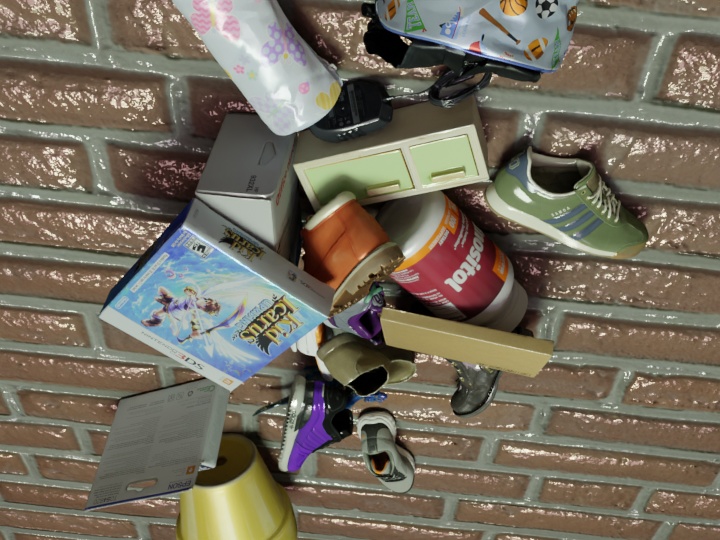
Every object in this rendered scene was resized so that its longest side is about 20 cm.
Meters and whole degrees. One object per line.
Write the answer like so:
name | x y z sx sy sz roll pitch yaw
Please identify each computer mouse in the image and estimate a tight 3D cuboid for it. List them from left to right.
computer mouse | 0.041 -0.177 0.862 0.200 0.059 0.034 -12 155 12

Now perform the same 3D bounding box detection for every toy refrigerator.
toy refrigerator | 0.034 -0.124 0.897 0.200 0.070 0.076 -10 133 15

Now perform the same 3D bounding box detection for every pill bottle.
pill bottle | 0.109 -0.003 0.980 0.113 0.113 0.200 -30 126 31

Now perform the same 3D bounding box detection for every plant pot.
plant pot | -0.216 0.383 1.362 0.200 0.201 0.189 -3 119 9

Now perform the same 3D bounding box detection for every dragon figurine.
dragon figurine | -0.060 0.181 1.221 0.199 0.059 0.100 4 135 1

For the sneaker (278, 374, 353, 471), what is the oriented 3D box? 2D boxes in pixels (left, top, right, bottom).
sneaker | -0.061 0.232 1.181 0.099 0.070 0.200 8 136 -6

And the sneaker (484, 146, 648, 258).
sneaker | 0.247 -0.079 0.919 0.200 0.067 0.090 18 140 -8

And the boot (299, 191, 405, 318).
boot | -0.037 -0.007 0.933 0.107 0.075 0.200 54 136 9

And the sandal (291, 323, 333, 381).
sandal | -0.073 0.085 1.113 0.059 0.079 0.207 -2 137 6

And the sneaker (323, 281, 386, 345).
sneaker | 0.000 0.000 0.998 0.087 0.074 0.200 26 138 27

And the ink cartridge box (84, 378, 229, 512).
ink cartridge box | -0.300 0.265 1.232 0.199 0.200 0.041 -15 132 21

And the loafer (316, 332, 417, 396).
loafer | 0.014 0.137 1.118 0.076 0.068 0.200 -36 150 25

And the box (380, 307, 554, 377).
box | 0.126 0.089 1.002 0.199 0.021 0.164 12 166 8

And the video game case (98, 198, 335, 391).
video game case | -0.158 0.036 0.893 0.181 0.046 0.200 33 132 -22

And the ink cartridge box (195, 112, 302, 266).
ink cartridge box | -0.119 -0.055 0.929 0.083 0.145 0.200 5 136 4

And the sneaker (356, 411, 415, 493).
sneaker | 0.039 0.312 1.330 0.074 0.079 0.200 -11 134 14

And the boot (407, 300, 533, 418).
boot | 0.122 0.108 1.133 0.174 0.069 0.200 23 126 -12

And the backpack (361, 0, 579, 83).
backpack | 0.103 -0.235 0.694 0.199 0.191 0.154 8 119 -2

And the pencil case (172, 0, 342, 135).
pencil case | -0.101 -0.227 0.799 0.091 0.083 0.200 -24 128 22
